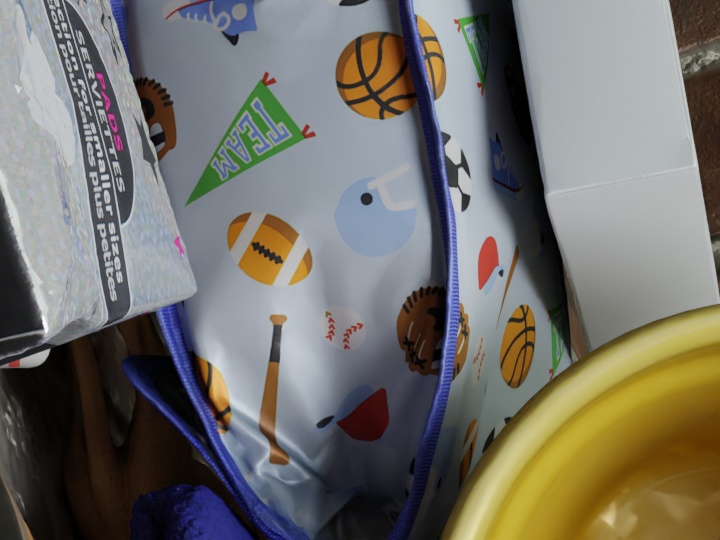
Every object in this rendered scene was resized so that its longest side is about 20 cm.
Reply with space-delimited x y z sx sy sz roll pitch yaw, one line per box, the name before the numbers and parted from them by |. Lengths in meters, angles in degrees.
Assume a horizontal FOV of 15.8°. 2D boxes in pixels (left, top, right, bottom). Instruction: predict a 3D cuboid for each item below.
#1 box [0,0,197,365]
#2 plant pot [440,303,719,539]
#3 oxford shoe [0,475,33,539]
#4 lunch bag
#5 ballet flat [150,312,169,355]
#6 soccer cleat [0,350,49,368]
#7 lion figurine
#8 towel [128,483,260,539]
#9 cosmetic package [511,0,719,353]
box | -0.128 -0.068 0.518 0.115 0.131 0.201 -21 94 -79
plant pot | 0.119 0.111 0.787 0.189 0.199 0.202 41 31 -87
oxford shoe | -0.081 0.139 0.617 0.071 0.071 0.201 72 5 -65
lunch bag | 0.000 0.000 0.824 0.170 0.123 0.202 12 64 -72
ballet flat | -0.029 0.097 0.995 0.072 0.071 0.201 19 53 -78
soccer cleat | -0.108 -0.040 0.813 0.200 0.068 0.086 -100 -171 -65
lion figurine | -0.060 0.084 0.878 0.200 0.072 0.123 40 39 -47
towel | -0.005 0.167 0.733 0.200 0.049 0.148 49 19 -22
cosmetic package | 0.085 -0.053 0.861 0.200 0.051 0.152 65 14 -63
